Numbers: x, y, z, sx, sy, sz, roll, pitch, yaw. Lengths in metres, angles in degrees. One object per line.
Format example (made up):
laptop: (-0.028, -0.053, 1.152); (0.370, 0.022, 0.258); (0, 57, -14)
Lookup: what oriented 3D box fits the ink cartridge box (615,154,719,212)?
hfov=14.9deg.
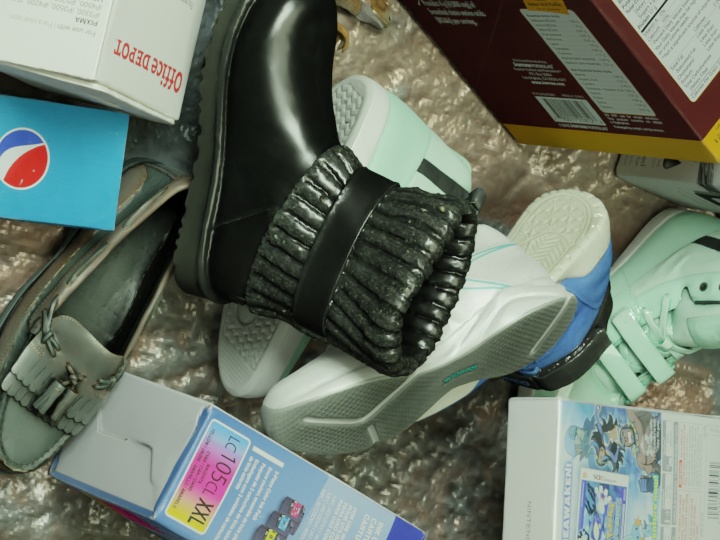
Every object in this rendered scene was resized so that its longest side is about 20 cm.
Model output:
ink cartridge box: (0.260, -0.095, 1.715); (0.068, 0.200, 0.116); (23, 82, -33)

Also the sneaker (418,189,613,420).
sneaker: (0.083, 0.049, 1.668); (0.200, 0.077, 0.111); (-44, 142, -26)

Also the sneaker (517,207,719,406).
sneaker: (0.186, 0.043, 1.732); (0.200, 0.118, 0.074); (-51, 121, -16)

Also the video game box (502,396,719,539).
video game box: (0.155, 0.182, 1.669); (0.182, 0.047, 0.200); (10, 81, -50)

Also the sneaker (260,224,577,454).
sneaker: (0.022, 0.040, 1.561); (0.200, 0.080, 0.070); (-25, 150, -25)

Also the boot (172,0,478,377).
boot: (-0.008, -0.059, 1.501); (0.079, 0.158, 0.211); (-5, 109, -55)

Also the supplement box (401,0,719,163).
supplement box: (0.132, -0.184, 1.623); (0.133, 0.197, 0.200); (-52, 120, -18)

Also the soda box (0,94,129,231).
soda box: (-0.229, -0.066, 1.480); (0.200, 0.064, 0.068); (7, 92, -33)

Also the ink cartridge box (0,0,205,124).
ink cartridge box: (-0.133, -0.191, 1.477); (0.147, 0.083, 0.200); (23, 80, -75)

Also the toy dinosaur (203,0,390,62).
toy dinosaur: (-0.053, -0.164, 1.580); (0.200, 0.060, 0.106); (23, 86, -61)

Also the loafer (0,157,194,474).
loafer: (-0.152, 0.025, 1.541); (0.072, 0.063, 0.200); (35, 76, -31)

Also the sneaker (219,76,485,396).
sneaker: (0.000, 0.000, 1.624); (0.118, 0.074, 0.200); (31, 80, -35)

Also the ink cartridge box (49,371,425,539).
ink cartridge box: (-0.059, 0.140, 1.571); (0.200, 0.136, 0.076); (32, 81, -31)
